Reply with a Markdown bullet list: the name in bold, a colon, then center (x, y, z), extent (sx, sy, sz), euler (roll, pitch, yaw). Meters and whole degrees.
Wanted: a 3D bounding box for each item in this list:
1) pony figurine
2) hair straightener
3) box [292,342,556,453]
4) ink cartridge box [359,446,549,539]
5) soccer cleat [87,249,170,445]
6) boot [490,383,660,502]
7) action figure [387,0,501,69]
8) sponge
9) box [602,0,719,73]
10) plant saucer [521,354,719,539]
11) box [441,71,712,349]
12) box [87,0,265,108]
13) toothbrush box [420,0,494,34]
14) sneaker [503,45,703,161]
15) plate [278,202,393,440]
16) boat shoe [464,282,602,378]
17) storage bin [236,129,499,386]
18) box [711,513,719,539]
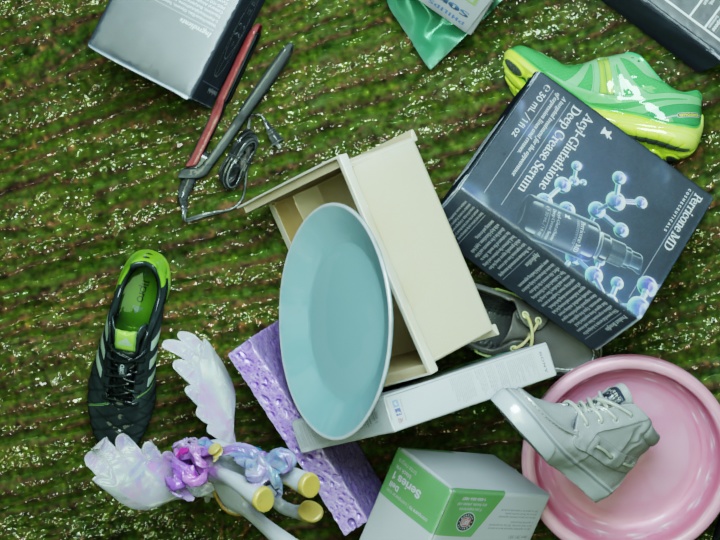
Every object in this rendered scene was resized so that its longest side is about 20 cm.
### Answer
- **pony figurine**: center (-0.130, 0.178, 1.435), extent (0.167, 0.200, 0.193), euler (-50, 133, -22)
- **hair straightener**: center (-0.113, -0.131, 1.512), extent (0.077, 0.041, 0.200), euler (28, 93, 0)
- **box**: center (0.058, 0.114, 1.425), extent (0.200, 0.144, 0.036), euler (-13, 86, -39)
- **ink cartridge box**: center (0.067, 0.273, 1.461), extent (0.084, 0.146, 0.200), euler (33, 105, 42)
- **soccer cleat**: center (-0.223, 0.079, 1.504), extent (0.067, 0.081, 0.200), euler (11, 93, 0)
- **boot**: center (0.195, 0.130, 1.407), extent (0.096, 0.200, 0.074), euler (-45, 49, 4)
- **action figure**: center (0.042, -0.303, 1.495), extent (0.118, 0.055, 0.200), euler (-43, 92, 4)
- **sponge**: center (-0.047, 0.144, 1.489), extent (0.030, 0.112, 0.200), euler (-32, 92, 14)
- **box**: center (0.303, -0.320, 1.455), extent (0.198, 0.123, 0.200), euler (37, 92, 0)
- **plant saucer**: center (0.252, 0.175, 1.508), extent (0.200, 0.051, 0.201), euler (1, 101, 3)
- **box**: center (0.189, -0.053, 1.447), extent (0.200, 0.107, 0.149), euler (35, 67, -2)
- **box**: center (-0.147, -0.263, 1.453), extent (0.107, 0.148, 0.200), euler (27, 92, 0)
- **toothbrush box**: center (0.102, -0.341, 1.442), extent (0.146, 0.086, 0.200), euler (35, 70, 0)
- **sneaker**: center (0.229, -0.168, 1.500), extent (0.200, 0.074, 0.084), euler (22, 68, 3)
- **plate**: center (-0.016, 0.043, 1.341), extent (0.026, 0.200, 0.201), euler (0, 93, -28)
- **boat shoe**: center (0.136, 0.056, 1.508), extent (0.201, 0.061, 0.072), euler (19, 92, 0)
- **storage bin**: center (0.000, 0.000, 1.436), extent (0.094, 0.198, 0.200), euler (-25, 93, -36)
- **box**: center (0.391, 0.297, 1.472), extent (0.124, 0.149, 0.200), euler (16, 94, 2)
